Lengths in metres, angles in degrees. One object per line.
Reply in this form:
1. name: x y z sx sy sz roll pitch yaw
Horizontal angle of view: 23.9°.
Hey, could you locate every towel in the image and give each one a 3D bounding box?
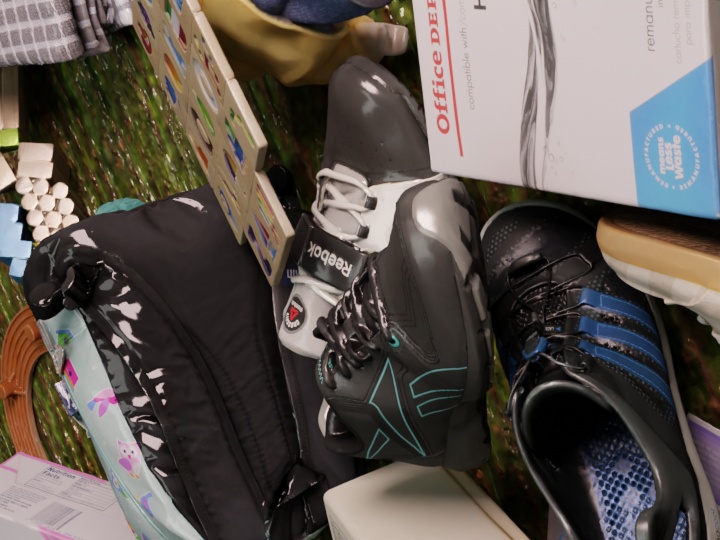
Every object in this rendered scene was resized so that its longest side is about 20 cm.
1. towel: -0.220 -0.204 1.012 0.199 0.085 0.168 4 111 49

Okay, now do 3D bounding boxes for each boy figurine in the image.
1. boy figurine: -0.037 -0.129 0.818 0.200 0.123 0.065 158 131 -71

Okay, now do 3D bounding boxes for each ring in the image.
1. ring: -0.203 0.120 1.202 0.199 0.019 0.203 26 126 41

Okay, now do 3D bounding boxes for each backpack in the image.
1. backpack: -0.080 0.063 0.918 0.202 0.165 0.127 66 159 8

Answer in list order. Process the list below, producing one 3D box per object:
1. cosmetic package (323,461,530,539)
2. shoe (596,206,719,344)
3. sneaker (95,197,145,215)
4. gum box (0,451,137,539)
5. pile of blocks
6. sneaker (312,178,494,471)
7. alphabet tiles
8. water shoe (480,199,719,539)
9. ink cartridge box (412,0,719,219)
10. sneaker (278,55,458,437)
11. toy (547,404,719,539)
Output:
1. cosmetic package: 0.056 0.178 0.809 0.200 0.072 0.105 -138 31 -60
2. shoe: 0.172 0.022 0.658 0.199 0.069 0.054 23 116 40
3. sneaker: -0.118 0.056 1.027 0.091 0.077 0.202 -33 79 56
4. gum box: -0.186 0.205 1.154 0.198 0.066 0.115 11 122 39
5. pile of blocks: -0.213 -0.040 1.089 0.201 0.082 0.062 60 176 15
6. sneaker: 0.018 0.035 0.738 0.201 0.078 0.076 86 180 -56
7. alphabet tiles: -0.080 -0.092 0.813 0.202 0.006 0.167 64 168 9
8. water shoe: 0.094 0.044 0.719 0.071 0.079 0.201 -33 58 18
9. ink cartridge box: 0.085 -0.096 0.709 0.199 0.066 0.117 13 117 47
10. sneaker: 0.000 0.000 0.816 0.074 0.088 0.202 29 137 49
11. toy: 0.120 0.148 0.801 0.115 0.047 0.202 29 128 41
